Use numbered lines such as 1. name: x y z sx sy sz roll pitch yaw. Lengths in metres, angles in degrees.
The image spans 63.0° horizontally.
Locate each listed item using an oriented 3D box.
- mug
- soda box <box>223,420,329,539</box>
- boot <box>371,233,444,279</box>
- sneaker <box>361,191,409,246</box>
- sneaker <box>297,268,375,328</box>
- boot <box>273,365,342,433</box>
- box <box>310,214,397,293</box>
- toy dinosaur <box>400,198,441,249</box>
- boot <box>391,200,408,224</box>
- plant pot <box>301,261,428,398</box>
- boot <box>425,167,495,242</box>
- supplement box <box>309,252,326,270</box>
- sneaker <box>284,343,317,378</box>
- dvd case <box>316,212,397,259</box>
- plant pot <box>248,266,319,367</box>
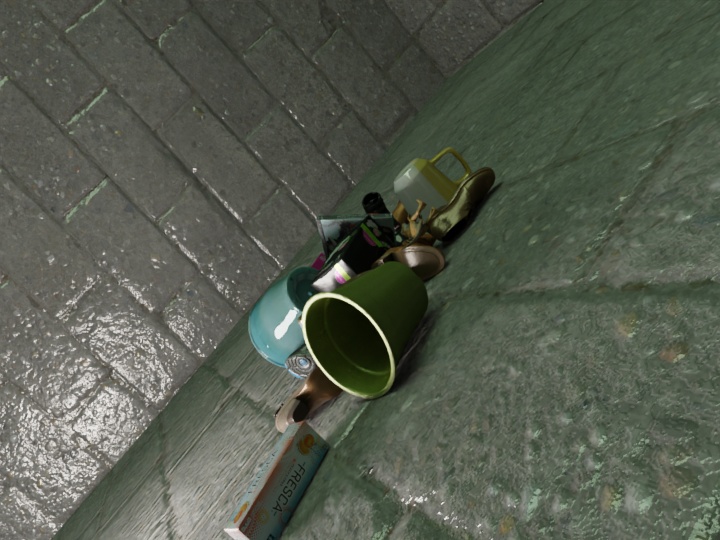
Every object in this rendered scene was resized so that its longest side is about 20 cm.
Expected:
1. mug: 0.172 -0.209 1.486 0.188 0.153 0.149 -50 12 -23
2. soda box: -0.132 0.348 0.954 0.063 0.068 0.202 -31 19 50
3. boot: 0.132 -0.042 1.299 0.196 0.076 0.153 -5 19 43
4. sneaker: 0.062 -0.136 1.580 0.070 0.100 0.201 -35 47 -6
5. sneaker: -0.020 0.087 1.144 0.197 0.111 0.070 -34 9 -23
6. boot: -0.099 0.244 1.193 0.199 0.071 0.146 -44 2 -20
7. box: 0.000 0.000 1.387 0.123 0.149 0.202 -36 14 38
8. toy dinosaur: 0.127 -0.091 1.268 0.109 0.059 0.200 -64 3 6
9. boot: 0.110 -0.132 1.658 0.196 0.077 0.157 -31 24 20
10. plant pot: 0.026 0.082 1.041 0.198 0.203 0.189 -32 6 47
11. boot: 0.236 -0.141 1.303 0.200 0.074 0.076 -46 37 1
12. supplement box: -0.120 0.069 1.607 0.104 0.100 0.202 -56 -1 -44
13. sneaker: -0.091 0.183 1.345 0.196 0.074 0.083 -28 23 29
14. dvd case: -0.005 -0.078 1.489 0.192 0.149 0.022 1 41 14
15. plant pot: -0.152 0.099 1.419 0.189 0.198 0.202 -52 4 46
